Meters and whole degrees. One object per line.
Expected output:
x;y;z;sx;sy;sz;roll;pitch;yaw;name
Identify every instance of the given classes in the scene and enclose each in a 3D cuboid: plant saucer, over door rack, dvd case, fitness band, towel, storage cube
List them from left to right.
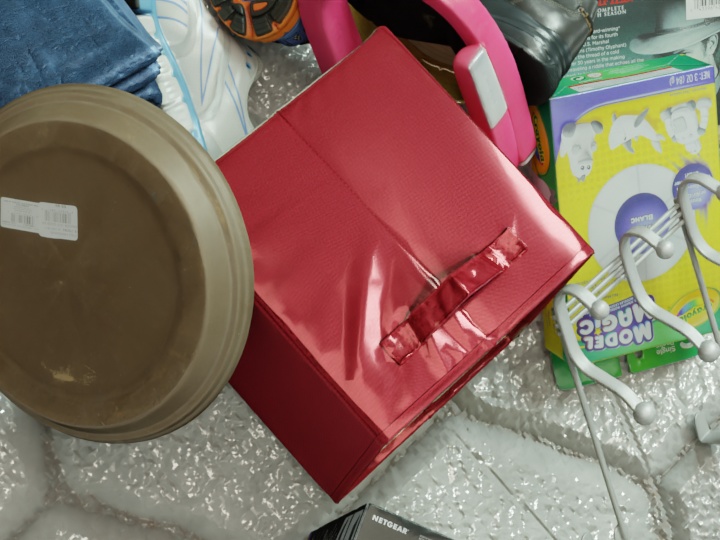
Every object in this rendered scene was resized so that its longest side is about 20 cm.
-0.208;-0.161;1.135;0.111;0.049;0.201;-29;66;-17;towel
-0.151;0.000;1.024;0.201;0.200;0.029;55;28;4;plant saucer
0.000;0.000;1.103;0.171;0.200;0.180;-40;82;-19;storage cube
0.033;-0.119;1.140;0.143;0.201;0.037;26;63;33;fitness band
0.182;-0.089;1.211;0.144;0.022;0.202;-10;109;-16;dvd case
0.187;0.064;1.126;0.147;0.066;0.202;-37;129;-36;over door rack

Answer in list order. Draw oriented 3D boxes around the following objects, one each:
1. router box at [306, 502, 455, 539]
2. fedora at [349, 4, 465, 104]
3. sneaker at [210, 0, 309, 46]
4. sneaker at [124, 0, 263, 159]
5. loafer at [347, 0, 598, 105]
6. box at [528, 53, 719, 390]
0.066;0.203;1.087;0.198;0.157;0.053;25;72;-8;router box
0.073;-0.212;1.230;0.198;0.082;0.203;4;75;-14;fedora
-0.075;-0.222;1.209;0.075;0.078;0.202;-25;66;19;sneaker
-0.109;-0.141;1.183;0.086;0.075;0.202;-14;85;-28;sneaker
0.052;-0.178;1.153;0.199;0.073;0.072;35;65;15;loafer
0.169;-0.025;1.188;0.116;0.048;0.202;-13;111;-16;box
